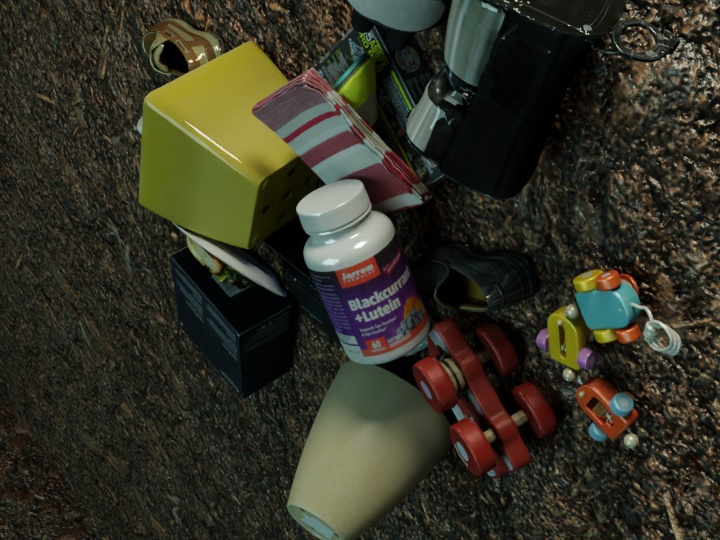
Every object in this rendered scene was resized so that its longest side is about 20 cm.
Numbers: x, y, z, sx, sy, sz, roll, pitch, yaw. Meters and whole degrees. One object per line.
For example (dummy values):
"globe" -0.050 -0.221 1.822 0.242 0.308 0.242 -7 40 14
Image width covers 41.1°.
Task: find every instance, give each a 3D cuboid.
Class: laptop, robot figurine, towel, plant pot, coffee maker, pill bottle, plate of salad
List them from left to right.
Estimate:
"plate of salad" -0.193 -0.011 1.376 0.200 0.048 0.200 34 -179 -1
"plant pot" -0.162 -0.150 1.291 0.176 0.200 0.200 38 141 18
"laptop" -0.094 0.023 1.384 0.177 0.103 0.201 38 140 35
"towel" -0.025 -0.133 1.094 0.200 0.023 0.144 44 154 -17
"plant pot" -0.003 0.259 1.277 0.187 0.200 0.188 27 151 16
"pill bottle" 0.000 0.000 1.121 0.111 0.111 0.201 11 131 51
"robot figurine" 0.051 -0.315 0.927 0.200 0.150 0.125 111 147 -50
"coffee maker" 0.147 -0.166 0.879 0.192 0.134 0.200 46 144 24

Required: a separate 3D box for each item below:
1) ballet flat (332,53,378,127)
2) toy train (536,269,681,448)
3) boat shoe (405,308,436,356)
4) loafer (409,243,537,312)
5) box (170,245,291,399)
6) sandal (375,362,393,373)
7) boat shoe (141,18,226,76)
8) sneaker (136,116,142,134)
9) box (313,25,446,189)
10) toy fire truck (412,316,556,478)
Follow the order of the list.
"ballet flat" -0.017 -0.182 1.099 0.067 0.067 0.200 44 152 -9
"toy train" 0.259 0.081 0.972 0.150 0.056 0.200 46 147 24
"boat shoe" 0.030 0.016 1.236 0.065 0.074 0.202 -32 89 52
"loafer" 0.110 0.012 1.113 0.200 0.072 0.073 -3 111 57
"box" -0.210 0.071 1.567 0.200 0.104 0.182 45 149 27
"sandal" 0.021 0.075 1.301 0.050 0.083 0.203 -14 114 14
"boat shoe" -0.278 -0.328 1.428 0.200 0.074 0.076 22 129 47
"sneaker" -0.276 -0.211 1.534 0.200 0.077 0.082 26 159 45
"box" 0.031 -0.181 1.118 0.160 0.044 0.201 -30 87 57
"toy fire truck" 0.135 0.158 1.162 0.200 0.112 0.168 60 166 8
